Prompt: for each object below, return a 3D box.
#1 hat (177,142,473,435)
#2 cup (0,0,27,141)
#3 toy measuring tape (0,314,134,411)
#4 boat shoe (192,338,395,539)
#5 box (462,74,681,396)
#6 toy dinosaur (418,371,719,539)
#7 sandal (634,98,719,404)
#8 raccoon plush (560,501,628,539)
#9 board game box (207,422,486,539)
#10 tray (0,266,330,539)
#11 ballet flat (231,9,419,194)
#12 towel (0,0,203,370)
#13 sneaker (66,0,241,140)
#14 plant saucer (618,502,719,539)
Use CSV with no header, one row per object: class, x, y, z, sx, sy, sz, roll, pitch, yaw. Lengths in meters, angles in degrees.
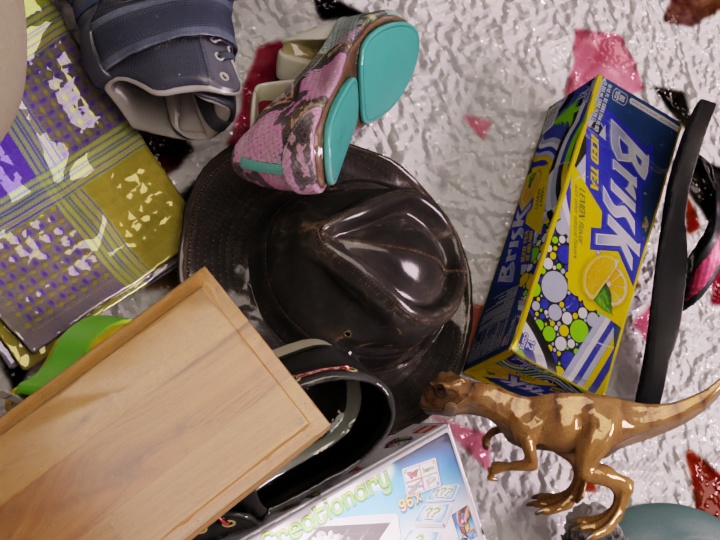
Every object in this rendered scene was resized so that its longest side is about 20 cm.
hat,0.000,0.000,0.923,0.200,0.081,0.201,10,71,-30
cup,-0.251,-0.151,0.788,0.200,0.143,0.200,10,56,-15
toy measuring tape,-0.152,0.043,0.827,0.200,0.074,0.074,33,59,-46
boat shoe,-0.075,0.097,0.821,0.201,0.063,0.074,-26,117,-25
box,0.132,-0.016,1.012,0.070,0.064,0.200,28,65,-17
toy dinosaur,0.135,0.092,0.926,0.200,0.060,0.106,0,105,-8
sandal,0.207,-0.005,1.018,0.045,0.075,0.200,8,91,9
raccoon plush,0.091,0.190,0.883,0.134,0.097,0.200,44,22,-34
board game box,-0.011,0.176,0.868,0.200,0.035,0.126,-24,100,-39
tray,-0.123,0.097,0.768,0.200,0.037,0.099,-38,83,-13
ballet flat,-0.023,-0.104,0.943,0.071,0.069,0.200,8,31,15
towel,-0.185,-0.060,0.893,0.144,0.023,0.200,-32,91,-29
sneaker,-0.071,-0.152,0.937,0.202,0.077,0.146,-15,73,-25
plant saucer,0.201,0.237,0.986,0.200,0.036,0.200,8,71,-24
